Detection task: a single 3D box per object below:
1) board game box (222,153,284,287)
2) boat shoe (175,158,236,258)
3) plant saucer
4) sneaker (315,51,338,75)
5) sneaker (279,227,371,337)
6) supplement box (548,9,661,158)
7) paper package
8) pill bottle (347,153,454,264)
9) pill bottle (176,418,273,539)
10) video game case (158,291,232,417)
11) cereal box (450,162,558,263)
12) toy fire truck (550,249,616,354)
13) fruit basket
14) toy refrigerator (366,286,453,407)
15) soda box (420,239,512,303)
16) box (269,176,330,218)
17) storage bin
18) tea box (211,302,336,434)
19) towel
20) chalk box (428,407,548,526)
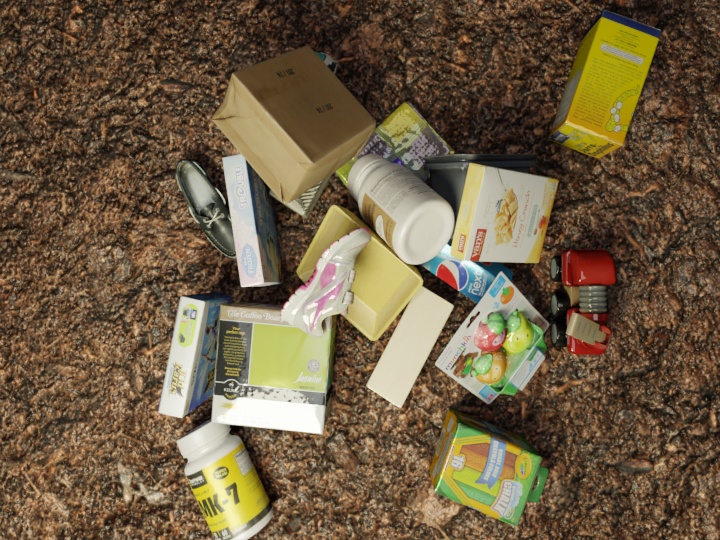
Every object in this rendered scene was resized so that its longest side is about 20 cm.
[{"bbox_3d":[-0.179,-0.076,0.982,0.042,0.199,0.208,-9,89,2],"label":"board game box"},{"bbox_3d":[-0.282,-0.113,1.056,0.075,0.060,0.203,-35,88,1],"label":"boat shoe"},{"bbox_3d":[0.000,0.000,1.006,0.198,0.049,0.201,39,135,3],"label":"plant saucer"},{"bbox_3d":[-0.121,-0.317,1.059,0.079,0.078,0.202,34,85,21],"label":"sneaker"},{"bbox_3d":[-0.040,0.023,0.914,0.088,0.081,0.202,38,98,3],"label":"sneaker"},{"bbox_3d":[0.427,-0.323,1.005,0.106,0.109,0.206,20,90,3],"label":"supplement box"},{"bbox_3d":[-0.102,-0.240,0.911,0.191,0.103,0.200,47,46,0],"label":"paper package"},{"bbox_3d":[0.059,-0.111,0.952,0.114,0.114,0.201,-42,47,2],"label":"pill bottle"},{"bbox_3d":[-0.245,0.373,1.020,0.112,0.114,0.205,-27,88,2],"label":"pill bottle"},{"bbox_3d":[-0.277,0.136,0.981,0.044,0.200,0.188,12,90,1],"label":"video game case"},{"bbox_3d":[0.236,-0.088,0.923,0.195,0.039,0.149,-1,107,-38],"label":"cereal box"},{"bbox_3d":[0.377,0.054,0.954,0.124,0.200,0.183,1,89,2],"label":"toy fire truck"},{"bbox_3d":[0.234,0.126,0.969,0.187,0.199,0.093,-52,45,-1],"label":"fruit basket"},{"bbox_3d":[0.092,0.136,1.033,0.074,0.070,0.205,27,90,10],"label":"toy refrigerator"},{"bbox_3d":[0.174,-0.016,1.021,0.197,0.068,0.065,34,120,3],"label":"soda box"},{"bbox_3d":[-0.084,-0.205,1.045,0.080,0.068,0.204,28,91,2],"label":"box"},{"bbox_3d":[0.200,-0.129,0.986,0.195,0.144,0.140,-7,100,-35],"label":"storage bin"},{"bbox_3d":[-0.146,0.165,1.009,0.192,0.134,0.205,6,90,2],"label":"tea box"},{"bbox_3d":[0.063,-0.202,1.062,0.199,0.023,0.145,-41,88,1],"label":"towel"},{"bbox_3d":[0.232,0.345,0.993,0.194,0.124,0.129,20,90,3],"label":"chalk box"}]
